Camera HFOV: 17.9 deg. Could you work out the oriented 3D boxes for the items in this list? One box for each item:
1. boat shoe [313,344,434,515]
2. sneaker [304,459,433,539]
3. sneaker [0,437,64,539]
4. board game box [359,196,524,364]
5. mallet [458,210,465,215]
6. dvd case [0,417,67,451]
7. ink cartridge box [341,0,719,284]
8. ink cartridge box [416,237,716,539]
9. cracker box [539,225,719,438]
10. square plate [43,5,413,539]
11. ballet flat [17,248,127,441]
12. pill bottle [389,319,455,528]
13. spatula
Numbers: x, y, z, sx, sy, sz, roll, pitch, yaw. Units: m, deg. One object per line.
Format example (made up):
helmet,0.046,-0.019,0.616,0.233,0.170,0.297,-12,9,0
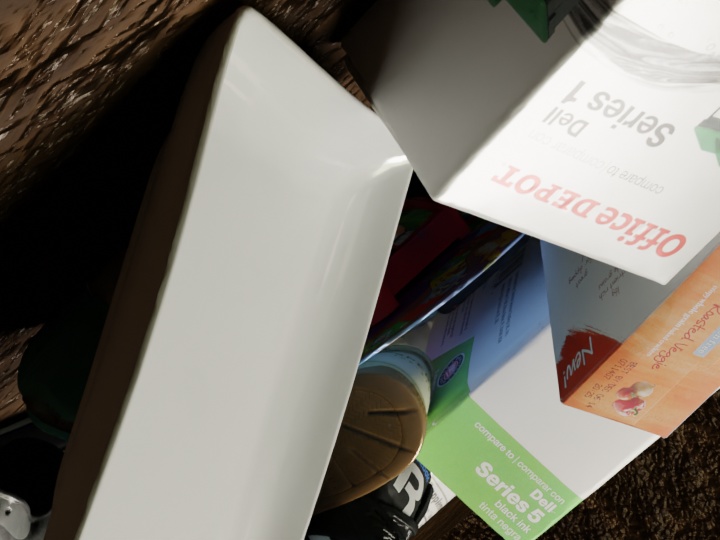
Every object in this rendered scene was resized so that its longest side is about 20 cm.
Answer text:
boat shoe,-0.052,0.095,1.080,0.199,0.074,0.063,-23,-167,19
sneaker,0.008,0.127,1.078,0.112,0.073,0.199,-49,-155,-22
sneaker,-0.160,0.090,0.756,0.199,0.070,0.083,-6,116,-65
board game box,0.000,0.000,1.028,0.157,0.039,0.200,-35,-172,5
mallet,-0.015,0.029,1.153,0.200,0.041,0.066,-46,169,-6
dvd case,-0.152,0.107,0.958,0.150,0.025,0.200,-46,169,22
ink cartridge box,0.113,-0.100,0.779,0.146,0.085,0.200,17,125,-46
ink cartridge box,0.123,0.016,1.093,0.200,0.084,0.146,-42,-168,24
cracker box,0.129,-0.052,0.942,0.134,0.057,0.201,-50,-148,40
square plate,-0.044,0.030,0.747,0.200,0.028,0.200,30,76,-71
ballet flat,-0.061,0.012,0.825,0.071,0.067,0.200,-70,164,13
pill bottle,0.002,0.090,1.235,0.200,0.114,0.114,-41,171,-7
spatula,0.025,0.021,1.093,0.200,0.021,0.056,-39,176,28
